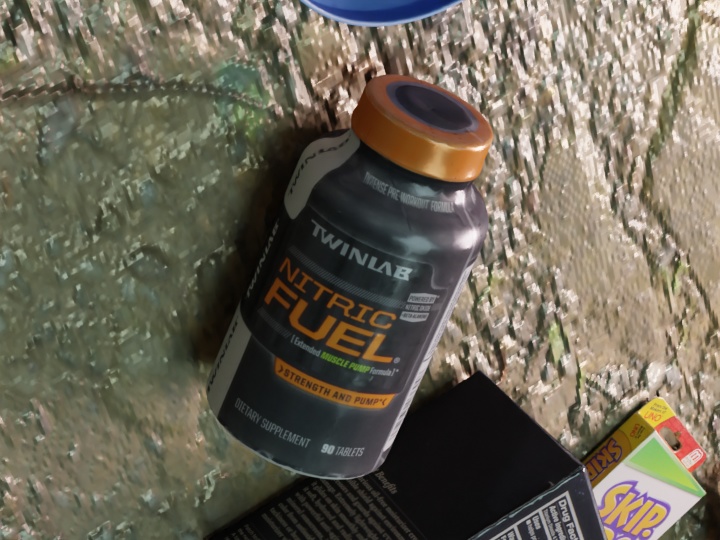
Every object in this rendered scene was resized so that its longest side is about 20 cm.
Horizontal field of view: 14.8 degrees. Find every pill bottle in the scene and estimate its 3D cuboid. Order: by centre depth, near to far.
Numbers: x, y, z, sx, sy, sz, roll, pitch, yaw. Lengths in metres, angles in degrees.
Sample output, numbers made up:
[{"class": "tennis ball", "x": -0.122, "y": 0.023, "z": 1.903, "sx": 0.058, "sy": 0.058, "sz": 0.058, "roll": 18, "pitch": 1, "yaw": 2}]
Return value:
[{"class": "pill bottle", "x": 0.000, "y": 0.000, "z": 1.435, "sx": 0.106, "sy": 0.106, "sz": 0.201, "roll": 1, "pitch": 123, "yaw": -40}]

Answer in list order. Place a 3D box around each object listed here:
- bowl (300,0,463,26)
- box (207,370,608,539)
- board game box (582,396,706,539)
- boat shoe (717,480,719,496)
[{"class": "bowl", "x": 0.027, "y": -0.213, "z": 1.324, "sx": 0.200, "sy": 0.039, "sz": 0.201, "roll": -23, "pitch": 136, "yaw": -24}, {"class": "box", "x": 0.043, "y": 0.202, "z": 1.619, "sx": 0.198, "sy": 0.123, "sz": 0.201, "roll": -30, "pitch": 130, "yaw": -13}, {"class": "board game box", "x": 0.139, "y": 0.172, "z": 1.764, "sx": 0.200, "sy": 0.030, "sz": 0.096, "roll": -45, "pitch": 140, "yaw": -2}, {"class": "boat shoe", "x": 0.258, "y": 0.210, "z": 1.873, "sx": 0.069, "sy": 0.071, "sz": 0.201, "roll": -4, "pitch": 136, "yaw": -3}]
